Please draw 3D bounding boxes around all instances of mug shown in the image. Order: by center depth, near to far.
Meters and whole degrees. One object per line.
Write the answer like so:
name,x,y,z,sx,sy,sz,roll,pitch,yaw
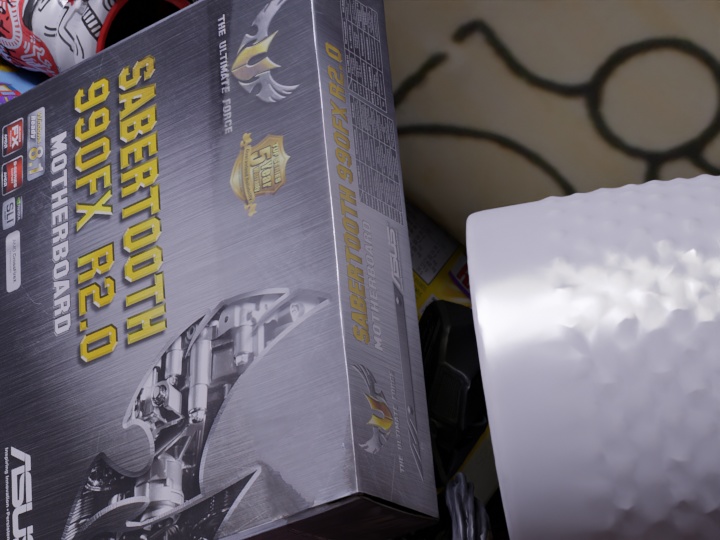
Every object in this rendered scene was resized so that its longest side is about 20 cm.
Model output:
mug,0.138,0.037,0.725,0.173,0.149,0.200,-10,0,7

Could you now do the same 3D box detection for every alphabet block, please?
alphabet block,0.092,-0.128,0.822,0.195,0.200,0.197,-39,25,30

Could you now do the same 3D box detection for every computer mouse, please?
computer mouse,0.038,0.064,0.703,0.034,0.059,0.200,16,20,-7

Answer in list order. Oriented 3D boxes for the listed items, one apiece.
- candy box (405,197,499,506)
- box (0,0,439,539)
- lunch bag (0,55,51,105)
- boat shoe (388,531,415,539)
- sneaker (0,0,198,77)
candy box,0.000,0.000,0.813,0.102,0.200,0.026,-49,8,-34
box,-0.057,0.009,0.688,0.157,0.048,0.202,-21,61,32
lunch bag,-0.148,0.006,0.854,0.149,0.202,0.094,-4,26,-36
boat shoe,0.023,0.124,0.713,0.074,0.069,0.200,-27,29,-8
sneaker,-0.062,-0.142,0.811,0.201,0.068,0.108,-40,46,-23
